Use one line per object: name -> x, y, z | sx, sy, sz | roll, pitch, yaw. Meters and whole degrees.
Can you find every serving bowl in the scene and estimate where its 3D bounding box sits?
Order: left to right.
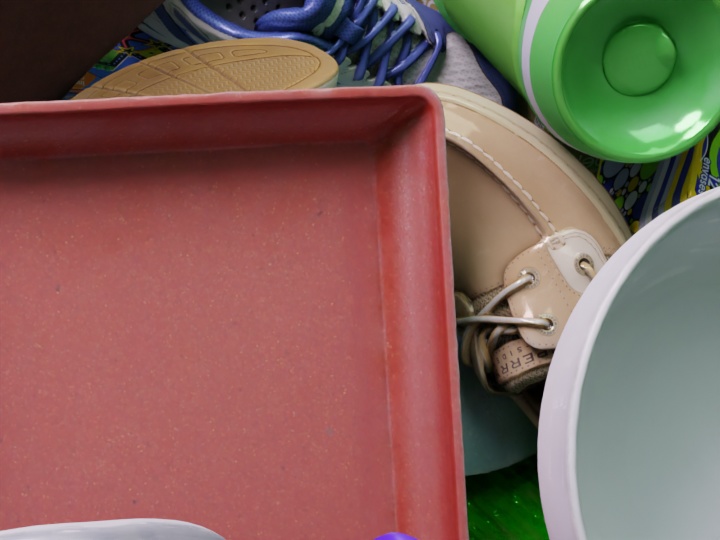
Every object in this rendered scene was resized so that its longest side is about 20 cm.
serving bowl -> 0.143, 0.066, 0.940 | 0.200, 0.200, 0.066 | -11, 3, -28

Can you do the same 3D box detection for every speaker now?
speaker -> 0.083, -0.106, 1.019 | 0.088, 0.088, 0.200 | 3, 19, -14

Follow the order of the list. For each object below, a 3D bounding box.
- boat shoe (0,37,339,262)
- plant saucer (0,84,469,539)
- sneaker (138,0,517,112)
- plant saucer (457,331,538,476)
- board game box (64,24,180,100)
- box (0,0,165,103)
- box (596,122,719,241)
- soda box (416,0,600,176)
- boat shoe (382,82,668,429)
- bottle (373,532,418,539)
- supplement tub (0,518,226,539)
boat shoe -> -0.090, -0.024, 0.976 | 0.200, 0.069, 0.071 | -30, 37, -27
plant saucer -> -0.063, 0.039, 0.909 | 0.200, 0.200, 0.037 | -4, 1, -21
sneaker -> -0.017, -0.096, 1.079 | 0.200, 0.075, 0.088 | 22, -4, -19
plant saucer -> 0.000, 0.000, 1.035 | 0.201, 0.039, 0.201 | 15, 35, -11
board game box -> -0.069, -0.118, 1.129 | 0.200, 0.019, 0.103 | 3, 72, -29
box -> -0.203, -0.147, 0.960 | 0.164, 0.200, 0.166 | 34, 70, 33
box -> 0.147, -0.075, 1.050 | 0.064, 0.070, 0.200 | 31, 50, -21
soda box -> 0.065, -0.118, 1.201 | 0.068, 0.064, 0.200 | -9, 44, -26
boat shoe -> 0.071, 0.016, 0.975 | 0.200, 0.071, 0.065 | 47, 42, -10
bottle -> 0.058, 0.170, 0.789 | 0.200, 0.065, 0.084 | 45, 17, -11
supplement tub -> -0.074, 0.178, 0.714 | 0.123, 0.123, 0.200 | -4, 69, -21
